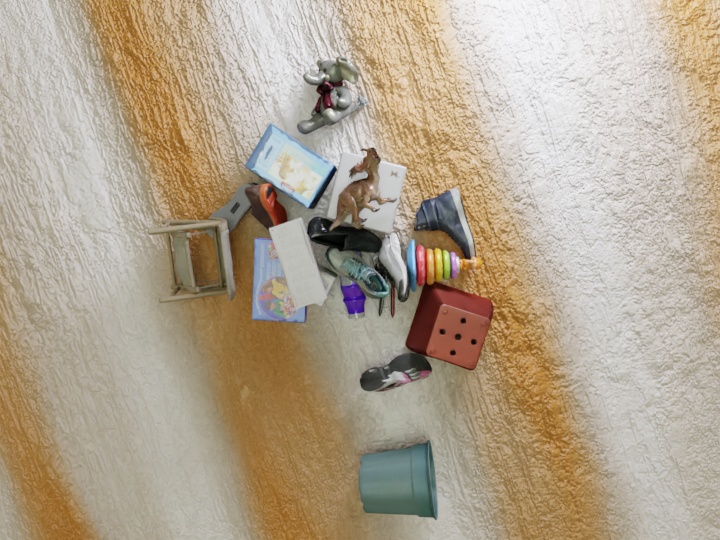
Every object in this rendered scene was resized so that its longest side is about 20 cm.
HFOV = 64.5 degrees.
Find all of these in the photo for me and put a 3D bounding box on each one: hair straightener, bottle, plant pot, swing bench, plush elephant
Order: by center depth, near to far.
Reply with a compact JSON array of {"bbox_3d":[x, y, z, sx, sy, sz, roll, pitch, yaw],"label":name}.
[{"bbox_3d":[-0.079,-0.466,1.465,0.199,0.164,0.156,-33,110,-25],"label":"plush elephant"},{"bbox_3d":[0.245,0.156,1.505,0.198,0.176,0.202,17,95,-1],"label":"plant pot"},{"bbox_3d":[-0.431,-0.030,1.507,0.197,0.130,0.202,-2,107,-1],"label":"swing bench"},{"bbox_3d":[-0.022,0.028,1.543,0.064,0.084,0.203,-6,96,13],"label":"bottle"},{"bbox_3d":[0.103,0.573,1.548,0.194,0.200,0.203,-8,95,10],"label":"plant pot"},{"bbox_3d":[0.058,0.028,1.563,0.076,0.041,0.203,2,95,0],"label":"hair straightener"}]

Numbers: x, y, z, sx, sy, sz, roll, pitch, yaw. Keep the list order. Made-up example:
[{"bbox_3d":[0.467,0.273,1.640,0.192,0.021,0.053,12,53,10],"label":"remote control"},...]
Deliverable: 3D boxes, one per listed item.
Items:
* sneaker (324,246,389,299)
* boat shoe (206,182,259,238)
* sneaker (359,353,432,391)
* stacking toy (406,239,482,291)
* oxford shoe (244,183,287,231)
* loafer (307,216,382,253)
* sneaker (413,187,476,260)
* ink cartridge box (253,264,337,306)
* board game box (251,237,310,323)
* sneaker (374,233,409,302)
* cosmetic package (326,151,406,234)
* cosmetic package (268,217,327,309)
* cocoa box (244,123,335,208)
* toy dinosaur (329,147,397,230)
[{"bbox_3d":[0.000,0.000,1.459,0.199,0.086,0.078,36,81,-17],"label":"sneaker"},{"bbox_3d":[-0.337,-0.161,1.539,0.200,0.057,0.069,-41,92,23],"label":"boat shoe"},{"bbox_3d":[0.100,0.284,1.566,0.198,0.086,0.081,-14,66,12],"label":"sneaker"},{"bbox_3d":[0.222,-0.015,1.507,0.197,0.110,0.117,-3,59,5],"label":"stacking toy"},{"bbox_3d":[-0.244,-0.150,1.502,0.072,0.072,0.201,4,140,17],"label":"oxford shoe"},{"bbox_3d":[-0.039,-0.074,1.424,0.198,0.071,0.068,15,138,-19],"label":"loafer"},{"bbox_3d":[0.223,-0.103,1.533,0.145,0.077,0.204,-19,99,7],"label":"sneaker"},{"bbox_3d":[-0.168,0.009,1.512,0.198,0.145,0.088,27,95,-2],"label":"ink cartridge box"},{"bbox_3d":[-0.197,0.024,1.418,0.133,0.045,0.203,4,95,0],"label":"board game box"},{"bbox_3d":[0.082,-0.002,1.487,0.078,0.074,0.202,-13,57,-2],"label":"sneaker"},{"bbox_3d":[0.016,-0.195,1.464,0.164,0.200,0.169,14,95,-1],"label":"cosmetic package"},{"bbox_3d":[-0.148,-0.017,1.365,0.082,0.051,0.202,-17,95,0],"label":"cosmetic package"},{"bbox_3d":[-0.178,-0.268,1.494,0.199,0.131,0.134,33,95,-2],"label":"cocoa box"},{"bbox_3d":[-0.007,-0.181,1.327,0.199,0.086,0.136,-38,86,15],"label":"toy dinosaur"}]
